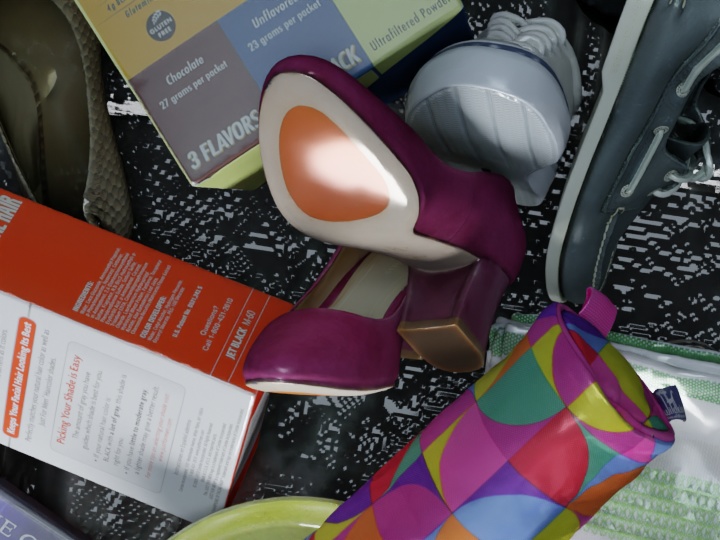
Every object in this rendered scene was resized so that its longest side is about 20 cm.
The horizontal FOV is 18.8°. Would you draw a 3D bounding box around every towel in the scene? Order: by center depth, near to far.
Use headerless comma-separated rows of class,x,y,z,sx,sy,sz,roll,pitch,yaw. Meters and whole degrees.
towel,0.116,0.130,0.998,0.148,0.031,0.201,11,98,18

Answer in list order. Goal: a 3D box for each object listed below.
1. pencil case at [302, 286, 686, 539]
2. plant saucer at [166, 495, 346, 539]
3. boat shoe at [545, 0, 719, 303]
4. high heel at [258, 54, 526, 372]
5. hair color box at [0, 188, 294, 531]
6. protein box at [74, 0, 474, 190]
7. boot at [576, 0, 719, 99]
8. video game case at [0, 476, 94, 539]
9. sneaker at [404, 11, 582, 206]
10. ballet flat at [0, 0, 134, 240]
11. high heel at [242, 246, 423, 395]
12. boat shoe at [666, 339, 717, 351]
pencil case,0.050,0.102,0.964,0.200,0.088,0.088,-44,88,16
plant saucer,-0.037,0.203,1.043,0.199,0.031,0.201,-2,98,-13
boat shoe,0.131,-0.057,0.983,0.061,0.073,0.201,19,129,7
high heel,0.015,-0.047,0.909,0.067,0.200,0.097,0,56,23
hair color box,-0.140,0.034,1.025,0.199,0.064,0.111,21,137,3
protein box,-0.058,-0.156,0.968,0.135,0.199,0.201,-33,89,4
boot,0.148,-0.196,1.010,0.200,0.076,0.168,40,91,-4
video game case,-0.232,0.182,1.067,0.143,0.019,0.200,36,96,-12
sneaker,0.062,-0.082,0.964,0.073,0.200,0.071,15,83,4
ballet flat,-0.151,-0.083,1.016,0.067,0.046,0.201,-5,118,14
high heel,0.000,0.000,0.972,0.067,0.200,0.097,5,98,25
boat shoe,0.161,0.134,1.029,0.072,0.063,0.201,-7,92,5
